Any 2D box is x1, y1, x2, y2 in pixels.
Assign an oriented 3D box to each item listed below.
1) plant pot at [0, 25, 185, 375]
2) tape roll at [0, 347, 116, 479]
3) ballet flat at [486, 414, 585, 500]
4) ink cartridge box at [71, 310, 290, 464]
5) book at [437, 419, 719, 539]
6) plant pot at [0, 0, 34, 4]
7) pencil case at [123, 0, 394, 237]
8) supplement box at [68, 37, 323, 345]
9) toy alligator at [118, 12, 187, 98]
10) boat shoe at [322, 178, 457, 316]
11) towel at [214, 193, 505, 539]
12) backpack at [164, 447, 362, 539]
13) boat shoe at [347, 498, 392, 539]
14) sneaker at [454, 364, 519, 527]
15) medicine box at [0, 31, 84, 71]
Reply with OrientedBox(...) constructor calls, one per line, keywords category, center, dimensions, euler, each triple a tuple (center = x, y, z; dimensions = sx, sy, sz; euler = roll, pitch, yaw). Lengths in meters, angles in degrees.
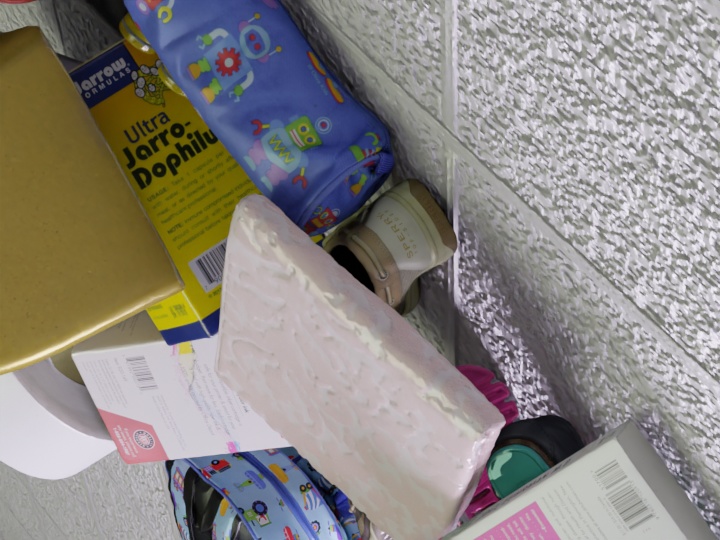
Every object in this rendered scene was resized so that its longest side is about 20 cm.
OrientedBox(category="plant pot", center=(-0.271, -0.024, 1.335), dimensions=(0.196, 0.200, 0.194), euler=(62, 159, -14))
OrientedBox(category="tape roll", center=(-0.251, 0.059, 1.592), dimensions=(0.071, 0.202, 0.203), euler=(-31, 93, 27))
OrientedBox(category="ballet flat", center=(0.142, 0.171, 1.195), dimensions=(0.201, 0.073, 0.073), euler=(60, 160, -6))
OrientedBox(category="ink cartridge box", center=(-0.098, 0.072, 1.507), dimensions=(0.199, 0.068, 0.117), euler=(-7, 126, 19))
OrientedBox(category="book", center=(0.113, 0.189, 1.152), dimensions=(0.200, 0.048, 0.134), euler=(-36, 89, 33))
OrientedBox(category="plant pot", center=(-0.249, -0.277, 1.256), dimensions=(0.195, 0.201, 0.201), euler=(40, 155, 21))
OrientedBox(category="pencil case", center=(-0.059, -0.117, 1.201), dimensions=(0.200, 0.087, 0.078), euler=(54, -162, 9))
OrientedBox(category="supplement box", center=(-0.128, -0.062, 1.399), dimensions=(0.200, 0.109, 0.109), euler=(58, 160, -7))
OrientedBox(category="toy alligator", center=(-0.090, -0.135, 1.289), dimensions=(0.200, 0.059, 0.054), euler=(48, -159, 17))
OrientedBox(category="boat shoe", center=(0.002, 0.002, 1.260), dimensions=(0.073, 0.063, 0.201), euler=(56, 160, 2))
OrientedBox(category="towel", center=(-0.006, 0.069, 1.204), dimensions=(0.200, 0.032, 0.191), euler=(41, 152, 17))
OrientedBox(category="backpack", center=(-0.069, 0.213, 1.645), dimensions=(0.182, 0.134, 0.201), euler=(36, 152, 45))
OrientedBox(category="boat shoe", center=(0.017, 0.152, 1.441), dimensions=(0.073, 0.074, 0.200), euler=(48, 158, 21))
OrientedBox(category="sneaker", center=(0.082, 0.151, 1.294), dimensions=(0.088, 0.081, 0.201), euler=(0, 113, 68))
OrientedBox(category="medicine box", center=(-0.279, -0.114, 1.539), dimensions=(0.199, 0.103, 0.182), euler=(19, 172, -22))
